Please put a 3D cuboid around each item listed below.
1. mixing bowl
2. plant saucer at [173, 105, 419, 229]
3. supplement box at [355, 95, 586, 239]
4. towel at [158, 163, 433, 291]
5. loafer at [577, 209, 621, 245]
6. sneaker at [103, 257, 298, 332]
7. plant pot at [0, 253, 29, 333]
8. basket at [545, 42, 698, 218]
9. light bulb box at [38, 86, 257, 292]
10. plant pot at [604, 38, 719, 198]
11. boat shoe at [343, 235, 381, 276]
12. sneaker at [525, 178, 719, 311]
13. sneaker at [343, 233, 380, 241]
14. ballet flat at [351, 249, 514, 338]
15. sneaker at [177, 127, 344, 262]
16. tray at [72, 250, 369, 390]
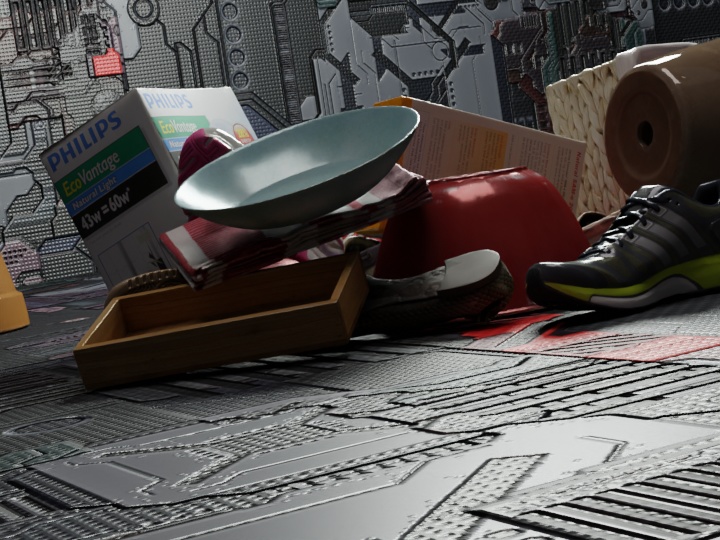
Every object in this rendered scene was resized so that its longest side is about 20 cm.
[{"bbox_3d":[0.095,-0.024,1.299,0.198,0.110,0.200,-8,3,0],"label":"mixing bowl"},{"bbox_3d":[-0.044,-0.072,1.236,0.199,0.039,0.201,-18,19,6],"label":"plant saucer"},{"bbox_3d":[0.102,-0.077,1.499,0.198,0.127,0.073,13,-6,-21],"label":"supplement box"},{"bbox_3d":[-0.055,-0.045,1.265,0.198,0.023,0.144,-22,20,-11],"label":"towel"},{"bbox_3d":[0.213,-0.026,1.385,0.071,0.064,0.200,-10,4,-13],"label":"loafer"},{"bbox_3d":[-0.114,0.027,1.315,0.198,0.072,0.112,-2,6,-15],"label":"sneaker"},{"bbox_3d":[-0.514,0.014,1.968,0.198,0.142,0.200,-8,3,0],"label":"plant pot"},{"bbox_3d":[0.288,-0.121,1.656,0.123,0.202,0.135,-12,1,43],"label":"basket"},{"bbox_3d":[-0.164,-0.057,1.504,0.124,0.201,0.198,-30,-5,22],"label":"light bulb box"},{"bbox_3d":[0.302,-0.113,1.335,0.173,0.203,0.200,-5,2,-27],"label":"plant pot"},{"bbox_3d":[0.000,0.000,1.491,0.071,0.066,0.200,-12,4,-22],"label":"boat shoe"},{"bbox_3d":[0.196,-0.017,1.147,0.198,0.082,0.074,-11,4,-34],"label":"sneaker"},{"bbox_3d":[0.039,-0.063,1.619,0.200,0.071,0.113,-49,23,4],"label":"sneaker"},{"bbox_3d":[0.025,0.029,1.205,0.198,0.047,0.068,-13,32,27],"label":"ballet flat"},{"bbox_3d":[-0.084,-0.051,1.401,0.081,0.200,0.089,-24,30,27],"label":"sneaker"},{"bbox_3d":[-0.099,0.037,1.169,0.198,0.037,0.099,-11,19,14],"label":"tray"}]
